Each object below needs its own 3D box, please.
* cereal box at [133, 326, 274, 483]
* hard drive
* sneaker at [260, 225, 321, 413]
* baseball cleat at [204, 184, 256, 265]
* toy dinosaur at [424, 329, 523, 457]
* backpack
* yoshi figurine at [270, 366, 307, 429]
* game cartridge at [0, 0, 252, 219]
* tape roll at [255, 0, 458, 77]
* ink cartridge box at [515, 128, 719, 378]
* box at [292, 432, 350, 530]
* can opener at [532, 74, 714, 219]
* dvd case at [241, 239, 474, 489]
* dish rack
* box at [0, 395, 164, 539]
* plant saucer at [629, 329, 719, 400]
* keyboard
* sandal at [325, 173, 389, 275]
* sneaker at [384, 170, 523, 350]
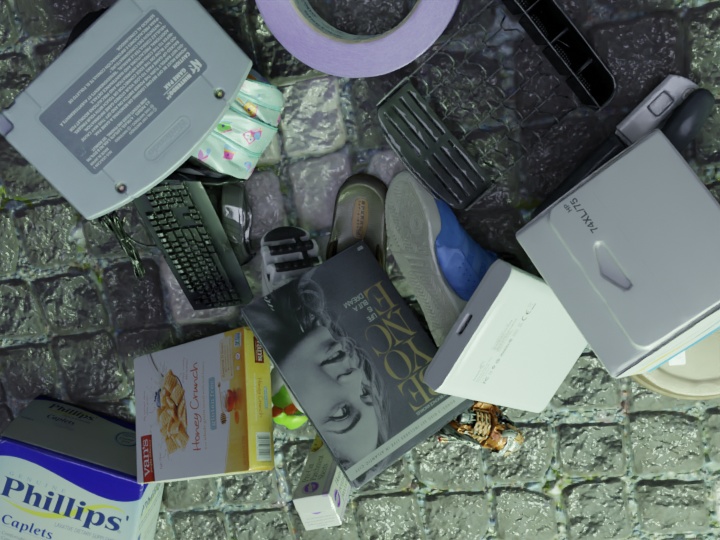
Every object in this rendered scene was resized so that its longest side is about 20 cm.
[{"bbox_3d":[-0.173,0.149,0.885,0.199,0.039,0.145,-18,71,39],"label":"cereal box"},{"bbox_3d":[0.157,0.072,0.809,0.026,0.199,0.132,40,103,40],"label":"hard drive"},{"bbox_3d":[-0.063,0.057,0.855,0.075,0.201,0.081,-2,153,-23],"label":"sneaker"},{"bbox_3d":[-0.184,-0.085,0.879,0.106,0.070,0.201,-29,112,11],"label":"baseball cleat"},{"bbox_3d":[0.077,0.125,0.861,0.102,0.136,0.200,-42,106,17],"label":"toy dinosaur"},{"bbox_3d":[-0.177,-0.168,0.798,0.199,0.167,0.127,29,106,-8],"label":"backpack"},{"bbox_3d":[-0.095,0.126,0.933,0.199,0.112,0.113,-20,65,30],"label":"yoshi figurine"},{"bbox_3d":[-0.197,-0.147,0.712,0.200,0.041,0.133,-44,98,-3],"label":"game cartridge"},{"bbox_3d":[-0.001,-0.286,0.771,0.198,0.066,0.202,3,111,8],"label":"tape roll"},{"bbox_3d":[0.258,-0.005,0.732,0.146,0.200,0.147,-38,70,19],"label":"ink cartridge box"},{"bbox_3d":[-0.026,0.191,0.872,0.041,0.200,0.039,-14,110,16],"label":"box"},{"bbox_3d":[0.251,-0.102,0.793,0.053,0.067,0.200,41,110,-6],"label":"can opener"},{"bbox_3d":[-0.002,0.086,0.801,0.148,0.016,0.201,-30,80,-23],"label":"dvd case"},{"bbox_3d":[0.121,-0.162,0.781,0.200,0.055,0.154,-42,98,4],"label":"dish rack"},{"bbox_3d":[-0.345,0.284,1.008,0.182,0.105,0.201,16,111,3],"label":"box"},{"bbox_3d":[0.352,0.049,0.851,0.198,0.030,0.202,3,111,8],"label":"plant saucer"},{"bbox_3d":[-0.193,-0.022,0.836,0.126,0.021,0.201,-2,141,11],"label":"keyboard"},{"bbox_3d":[0.000,0.000,0.877,0.081,0.055,0.202,7,110,7],"label":"sandal"},{"bbox_3d":[0.104,-0.013,0.849,0.077,0.111,0.201,-37,72,51],"label":"sneaker"}]
